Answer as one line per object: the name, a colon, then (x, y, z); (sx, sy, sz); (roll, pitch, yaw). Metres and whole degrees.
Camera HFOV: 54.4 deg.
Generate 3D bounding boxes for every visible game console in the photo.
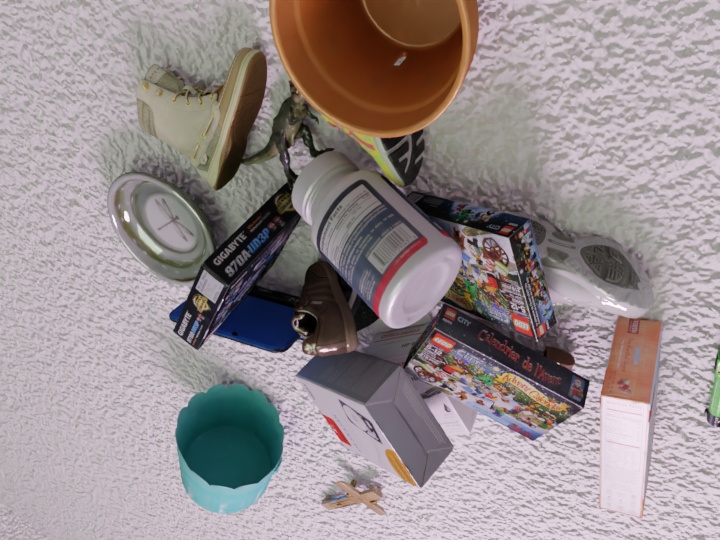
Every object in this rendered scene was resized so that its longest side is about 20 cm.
game console: (-0.157, 0.090, 1.053); (0.195, 0.120, 0.172); (15, 150, 20)

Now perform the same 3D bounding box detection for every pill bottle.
pill bottle: (0.012, -0.043, 0.811); (0.200, 0.118, 0.121); (46, 142, 27)

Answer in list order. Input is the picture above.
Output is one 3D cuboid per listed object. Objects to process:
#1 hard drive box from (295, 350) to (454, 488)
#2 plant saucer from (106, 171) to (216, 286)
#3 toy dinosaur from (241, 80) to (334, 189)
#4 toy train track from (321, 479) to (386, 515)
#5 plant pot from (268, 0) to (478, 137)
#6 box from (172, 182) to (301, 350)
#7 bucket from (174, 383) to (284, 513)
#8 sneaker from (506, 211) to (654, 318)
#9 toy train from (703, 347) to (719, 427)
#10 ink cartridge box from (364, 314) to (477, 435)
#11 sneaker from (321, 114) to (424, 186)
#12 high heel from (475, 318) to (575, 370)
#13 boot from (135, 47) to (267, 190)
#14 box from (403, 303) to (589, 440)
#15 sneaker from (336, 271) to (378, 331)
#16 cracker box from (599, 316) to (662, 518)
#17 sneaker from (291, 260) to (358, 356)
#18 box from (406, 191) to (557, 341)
hard drive box: (0.016, 0.197, 0.988); (0.198, 0.077, 0.158); (6, 133, 59)
plant saucer: (-0.296, -0.071, 1.080); (0.195, 0.051, 0.204); (16, 132, 19)
toy dinosaur: (-0.087, -0.160, 0.881); (0.089, 0.047, 0.200); (52, 142, 3)
toy train track: (-0.016, 0.430, 1.347); (0.114, 0.033, 0.199); (38, 142, -13)
plant pot: (0.029, -0.252, 0.670); (0.195, 0.141, 0.204); (16, 133, 17)
box: (-0.159, -0.007, 0.942); (0.046, 0.201, 0.160); (37, 137, 0)
bucket: (-0.239, 0.327, 1.275); (0.203, 0.209, 0.136); (27, 138, 7)
sneaker: (0.239, 0.008, 0.818); (0.197, 0.078, 0.101); (28, 143, 21)
toy train: (0.437, 0.119, 0.809); (0.055, 0.042, 0.204); (16, 133, 31)
ink cartridge box: (0.079, 0.148, 1.025); (0.114, 0.067, 0.202); (-15, 118, 39)
sneaker: (0.000, -0.183, 0.801); (0.089, 0.078, 0.202); (-17, 111, 48)
high heel: (0.184, 0.130, 0.949); (0.194, 0.068, 0.098); (14, 123, 3)
boot: (-0.206, -0.221, 0.889); (0.153, 0.072, 0.202); (36, 131, 7)
box: (0.162, 0.131, 0.873); (0.196, 0.038, 0.137); (28, 149, 1)
sneaker: (0.000, 0.000, 0.966); (0.083, 0.070, 0.203); (50, 145, 32)
cracker box: (0.328, 0.178, 0.854); (0.056, 0.135, 0.204); (7, 129, 25)
sneaker: (-0.062, 0.046, 0.943); (0.073, 0.200, 0.072); (-11, 116, -13)
box: (0.130, -0.010, 0.823); (0.198, 0.037, 0.139); (23, 141, 53)
